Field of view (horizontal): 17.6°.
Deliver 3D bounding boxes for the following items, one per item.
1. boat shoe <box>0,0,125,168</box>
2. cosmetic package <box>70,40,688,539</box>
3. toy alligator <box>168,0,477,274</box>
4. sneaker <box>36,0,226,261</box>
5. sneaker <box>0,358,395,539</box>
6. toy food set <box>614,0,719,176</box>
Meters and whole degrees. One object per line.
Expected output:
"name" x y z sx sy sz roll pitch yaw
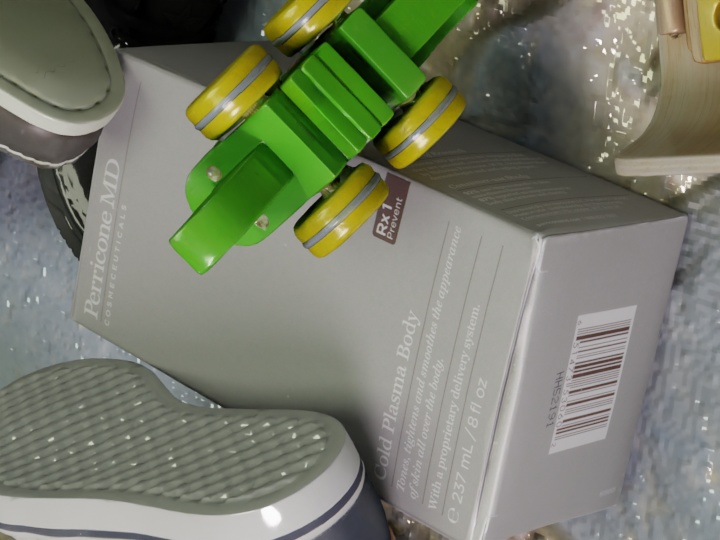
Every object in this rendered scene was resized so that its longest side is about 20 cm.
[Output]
"boat shoe" -0.162 -0.094 0.811 0.201 0.072 0.061 40 127 21
"cosmetic package" 0.000 0.000 0.775 0.199 0.090 0.108 23 110 37
"toy alligator" 0.000 -0.063 0.711 0.059 0.200 0.054 45 149 -8
"sneaker" -0.079 -0.095 0.853 0.104 0.060 0.201 -27 74 48
"sneaker" -0.064 0.085 0.764 0.199 0.078 0.080 10 132 51
"toy food set" 0.118 -0.129 0.650 0.143 0.060 0.202 -2 96 45
